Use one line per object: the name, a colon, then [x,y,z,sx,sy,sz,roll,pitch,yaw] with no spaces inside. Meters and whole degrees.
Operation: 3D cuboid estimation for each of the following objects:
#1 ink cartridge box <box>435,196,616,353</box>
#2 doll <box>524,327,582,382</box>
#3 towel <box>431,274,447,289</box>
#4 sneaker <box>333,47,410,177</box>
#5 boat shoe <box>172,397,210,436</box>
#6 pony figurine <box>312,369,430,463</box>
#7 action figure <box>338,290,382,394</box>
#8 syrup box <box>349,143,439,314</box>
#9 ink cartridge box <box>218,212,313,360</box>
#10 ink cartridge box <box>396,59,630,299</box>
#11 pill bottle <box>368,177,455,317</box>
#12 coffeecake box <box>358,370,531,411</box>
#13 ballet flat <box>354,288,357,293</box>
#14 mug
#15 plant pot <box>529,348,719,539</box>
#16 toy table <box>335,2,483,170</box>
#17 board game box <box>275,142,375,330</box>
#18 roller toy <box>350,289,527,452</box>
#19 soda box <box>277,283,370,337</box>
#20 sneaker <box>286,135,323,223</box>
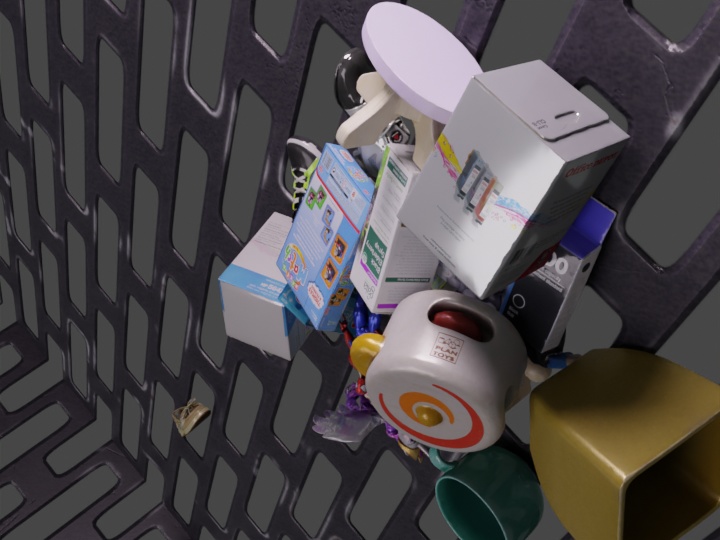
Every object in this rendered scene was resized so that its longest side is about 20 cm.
ink cartridge box: [0.188,-0.035,1.394,0.197,0.043,0.202,38,127,27]
doll: [0.238,0.077,1.490,0.136,0.048,0.202,38,146,30]
towel: [0.105,-0.078,1.490,0.144,0.023,0.200,47,129,8]
sneaker: [0.027,-0.200,1.508,0.088,0.074,0.202,29,151,39]
boat shoe: [-0.407,0.345,2.716,0.063,0.073,0.200,51,152,0]
pony figurine: [0.035,0.206,1.846,0.191,0.166,0.203,18,129,28]
action figure: [0.008,0.080,1.581,0.064,0.052,0.203,13,116,23]
syrup box: [0.056,-0.050,1.444,0.079,0.080,0.202,56,137,49]
ink cartridge box: [-0.117,0.014,1.832,0.124,0.201,0.130,19,139,21]
ink cartridge box: [0.165,-0.103,1.260,0.145,0.144,0.201,45,129,20]
pill bottle: [0.043,-0.026,1.616,0.201,0.110,0.111,53,151,5]
coffeecake box: [0.117,0.149,1.638,0.199,0.153,0.074,24,138,44]
ballet flat: [0.000,0.000,1.704,0.075,0.065,0.199,3,169,33]
mug: [0.199,0.330,1.741,0.151,0.114,0.187,12,129,52]
plant pot: [0.310,0.209,1.388,0.200,0.194,0.196,40,149,42]
toy table: [0.062,-0.206,1.357,0.202,0.181,0.118,66,147,37]
board game box: [-0.041,-0.045,1.559,0.152,0.036,0.202,54,128,43]
roller toy: [0.102,0.128,1.408,0.181,0.141,0.200,-15,127,45]
soda box: [-0.040,0.050,1.751,0.068,0.065,0.199,39,-171,27]
sneaker: [-0.071,-0.103,1.738,0.071,0.082,0.202,3,122,55]
